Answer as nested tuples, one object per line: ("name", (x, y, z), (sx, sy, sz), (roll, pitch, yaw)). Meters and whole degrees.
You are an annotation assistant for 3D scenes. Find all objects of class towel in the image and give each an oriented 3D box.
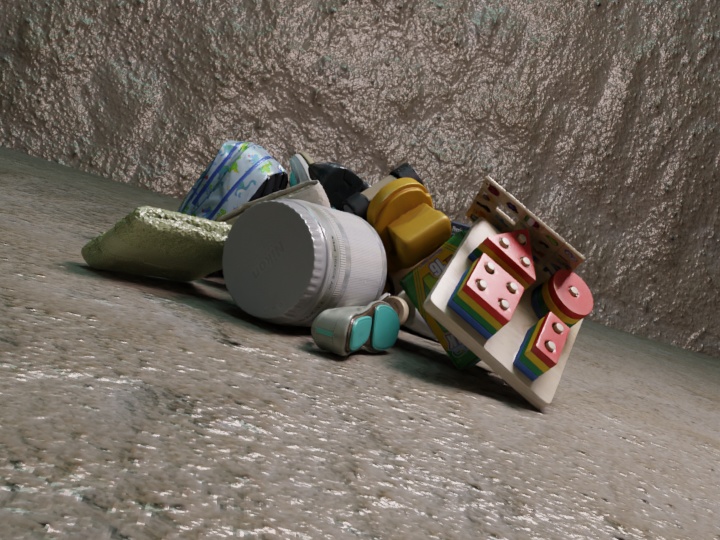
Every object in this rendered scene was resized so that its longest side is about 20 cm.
("towel", (-0.248, -0.029, 1.110), (0.147, 0.037, 0.198), (-27, -26, 34))
("towel", (-0.119, -0.050, 1.255), (0.197, 0.134, 0.035), (-18, 35, 19))

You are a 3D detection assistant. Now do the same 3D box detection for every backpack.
("backpack", (-0.204, -0.106, 1.341), (0.155, 0.199, 0.163), (54, 16, 12))

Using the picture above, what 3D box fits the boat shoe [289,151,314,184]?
("boat shoe", (-0.082, -0.101, 1.335), (0.067, 0.202, 0.075), (-20, -28, -7))

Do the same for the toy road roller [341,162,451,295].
("toy road roller", (0.068, -0.042, 1.235), (0.146, 0.122, 0.202), (42, -22, 47))

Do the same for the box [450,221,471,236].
("box", (0.233, 0.025, 1.635), (0.106, 0.204, 0.147), (13, 5, -41))

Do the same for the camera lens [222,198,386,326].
("camera lens", (-0.068, -0.007, 1.117), (0.158, 0.163, 0.199), (19, 5, 29))

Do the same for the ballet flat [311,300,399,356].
("ballet flat", (-0.006, 0.069, 1.059), (0.063, 0.069, 0.200), (10, 2, 20))

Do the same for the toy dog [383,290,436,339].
("toy dog", (0.133, 0.067, 1.400), (0.197, 0.098, 0.132), (17, 4, 7))

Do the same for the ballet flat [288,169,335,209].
("ballet flat", (-0.048, -0.098, 1.409), (0.200, 0.073, 0.072), (44, 17, 28))

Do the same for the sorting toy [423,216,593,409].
("sorting toy", (0.207, 0.036, 1.086), (0.199, 0.070, 0.199), (40, 45, -3))

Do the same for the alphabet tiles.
("alphabet tiles", (0.222, -0.045, 1.183), (0.167, 0.008, 0.200), (41, -11, 7))

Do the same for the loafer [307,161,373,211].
("loafer", (-0.004, -0.108, 1.295), (0.200, 0.073, 0.072), (43, -2, -42))

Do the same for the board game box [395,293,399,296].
("board game box", (0.003, -0.026, 1.556), (0.200, 0.103, 0.019), (44, 12, 16))

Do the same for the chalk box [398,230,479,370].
("chalk box", (0.171, 0.059, 1.207), (0.201, 0.124, 0.123), (54, 17, 13))

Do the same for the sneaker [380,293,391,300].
("sneaker", (0.003, 0.037, 1.435), (0.082, 0.082, 0.199), (12, 2, 26))
